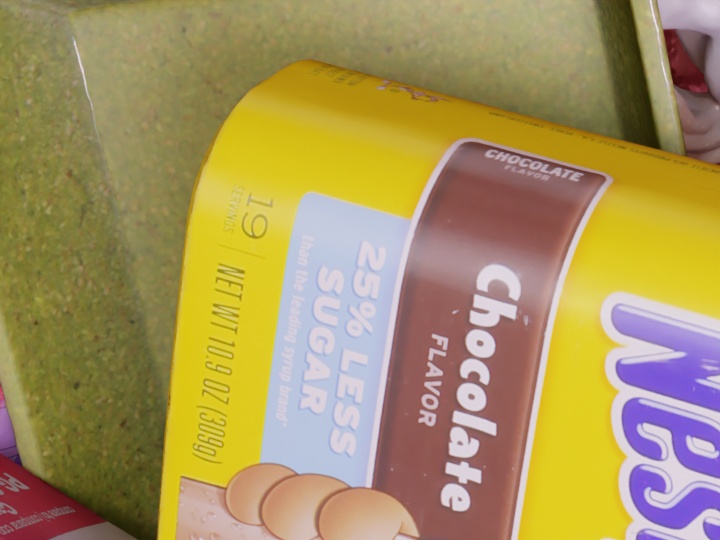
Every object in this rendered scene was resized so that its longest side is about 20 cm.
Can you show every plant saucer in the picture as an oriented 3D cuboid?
[{"bbox_3d":[0.000,0.000,0.737,0.199,0.048,0.201,-5,109,26],"label":"plant saucer"}]

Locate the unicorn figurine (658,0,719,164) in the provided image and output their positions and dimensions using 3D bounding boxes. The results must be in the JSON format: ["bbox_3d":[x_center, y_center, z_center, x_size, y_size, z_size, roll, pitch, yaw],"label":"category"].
[{"bbox_3d":[0.133,-0.097,0.737,0.200,0.074,0.137,-34,125,28],"label":"unicorn figurine"}]

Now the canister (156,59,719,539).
[{"bbox_3d":[0.060,0.044,0.650,0.199,0.087,0.149,16,115,20],"label":"canister"}]

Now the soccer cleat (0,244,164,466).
[{"bbox_3d":[-0.076,0.012,0.813,0.068,0.073,0.201,45,111,41],"label":"soccer cleat"}]

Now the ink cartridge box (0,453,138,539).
[{"bbox_3d":[-0.061,0.155,0.726,0.199,0.084,0.145,31,96,10],"label":"ink cartridge box"}]
